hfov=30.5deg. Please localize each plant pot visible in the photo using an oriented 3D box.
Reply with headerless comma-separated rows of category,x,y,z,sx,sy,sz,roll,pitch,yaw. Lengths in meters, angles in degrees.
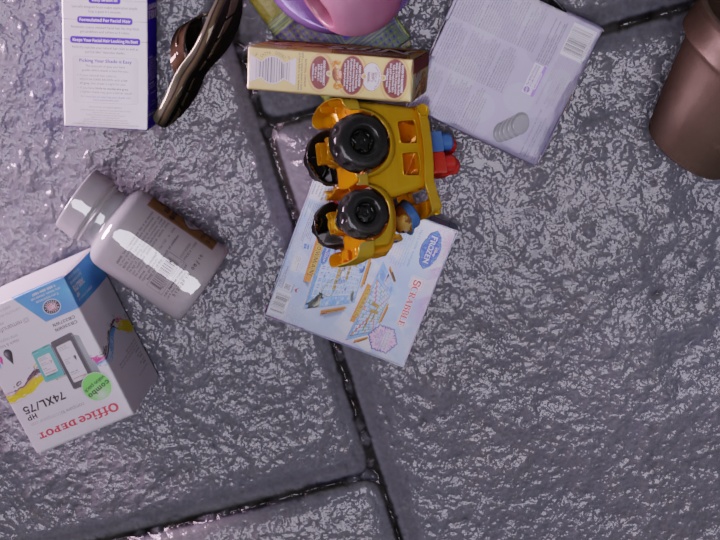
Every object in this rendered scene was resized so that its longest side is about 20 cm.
plant pot,0.442,-0.206,1.580,0.200,0.200,0.175,29,122,-5

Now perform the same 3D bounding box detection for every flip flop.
flip flop,-0.212,-0.272,1.646,0.058,0.081,0.200,36,110,8

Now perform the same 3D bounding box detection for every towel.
towel,-0.046,-0.326,1.643,0.144,0.023,0.200,-33,101,10

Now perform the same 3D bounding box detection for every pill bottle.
pill bottle,-0.281,-0.036,1.685,0.200,0.114,0.114,35,104,-7

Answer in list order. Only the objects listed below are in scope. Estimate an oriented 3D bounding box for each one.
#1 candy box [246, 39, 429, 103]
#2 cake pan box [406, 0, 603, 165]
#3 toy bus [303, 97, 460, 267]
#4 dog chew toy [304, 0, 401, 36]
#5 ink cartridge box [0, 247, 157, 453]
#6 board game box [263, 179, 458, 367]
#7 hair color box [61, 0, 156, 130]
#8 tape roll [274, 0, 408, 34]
candy box,-0.025,-0.241,1.583,0.200,0.115,0.055,7,106,11
cake pan box,0.178,-0.257,1.637,0.184,0.052,0.200,22,105,-5
toy bus,0.039,-0.109,1.626,0.192,0.136,0.200,-3,85,-22
dog chew toy,0.027,-0.359,1.504,0.200,0.125,0.125,-41,100,-9
ink cartridge box,-0.382,0.102,1.711,0.147,0.146,0.200,-23,103,9
board game box,0.000,0.000,1.718,0.199,0.041,0.200,21,105,-3
hair color box,-0.313,-0.280,1.649,0.109,0.065,0.200,4,107,3
tape roll,-0.022,-0.386,1.583,0.200,0.066,0.200,-1,98,-8
